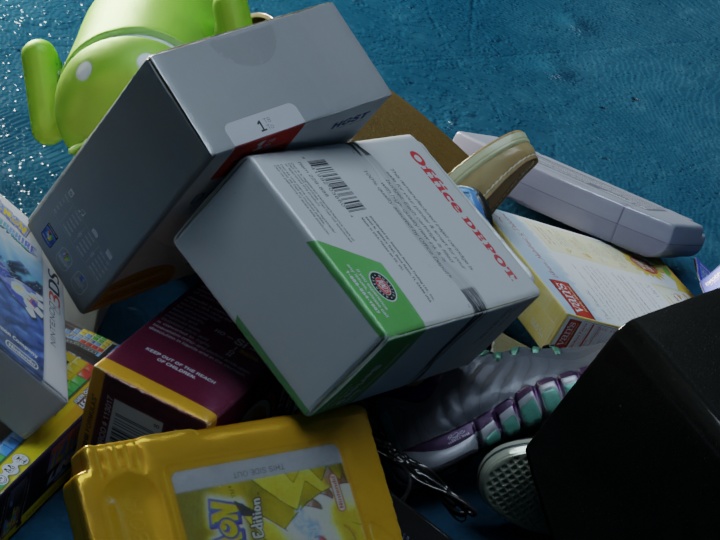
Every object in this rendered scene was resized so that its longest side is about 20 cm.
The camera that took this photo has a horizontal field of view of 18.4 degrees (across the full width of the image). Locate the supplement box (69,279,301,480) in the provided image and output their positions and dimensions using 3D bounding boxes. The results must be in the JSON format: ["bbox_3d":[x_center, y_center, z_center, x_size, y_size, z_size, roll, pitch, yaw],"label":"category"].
[{"bbox_3d":[-0.095,0.080,1.437,0.086,0.111,0.200,26,33,15],"label":"supplement box"}]

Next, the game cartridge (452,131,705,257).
[{"bbox_3d":[0.173,-0.060,1.804,0.200,0.041,0.133,25,6,21],"label":"game cartridge"}]

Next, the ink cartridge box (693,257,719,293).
[{"bbox_3d":[0.318,0.067,1.668,0.119,0.042,0.200,37,20,-26],"label":"ink cartridge box"}]

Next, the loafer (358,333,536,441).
[{"bbox_3d":[0.093,0.075,1.571,0.199,0.068,0.076,5,33,-17],"label":"loafer"}]

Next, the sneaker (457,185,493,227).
[{"bbox_3d":[0.000,0.000,1.546,0.079,0.200,0.090,66,10,13],"label":"sneaker"}]

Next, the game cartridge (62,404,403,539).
[{"bbox_3d":[-0.063,0.175,1.290,0.200,0.032,0.177,-7,72,-34],"label":"game cartridge"}]

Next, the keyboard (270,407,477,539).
[{"bbox_3d":[0.017,0.157,1.403,0.200,0.021,0.127,38,40,2],"label":"keyboard"}]

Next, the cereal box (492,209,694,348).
[{"bbox_3d":[0.183,0.023,1.674,0.200,0.040,0.144,14,27,-36],"label":"cereal box"}]

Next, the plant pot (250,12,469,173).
[{"bbox_3d":[-0.018,-0.076,1.679,0.200,0.187,0.187,16,28,-27],"label":"plant pot"}]

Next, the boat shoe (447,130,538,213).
[{"bbox_3d":[0.064,-0.014,1.616,0.066,0.200,0.074,45,5,16],"label":"boat shoe"}]

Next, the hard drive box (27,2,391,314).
[{"bbox_3d":[-0.099,-0.071,1.419,0.156,0.200,0.077,-22,74,-40],"label":"hard drive box"}]

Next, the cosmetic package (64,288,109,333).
[{"bbox_3d":[-0.185,-0.042,1.620,0.051,0.083,0.200,14,31,1],"label":"cosmetic package"}]

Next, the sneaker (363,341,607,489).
[{"bbox_3d":[0.097,0.070,1.503,0.200,0.074,0.088,-24,79,-19],"label":"sneaker"}]

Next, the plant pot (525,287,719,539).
[{"bbox_3d":[0.224,0.124,1.389,0.199,0.200,0.178,-17,59,-42],"label":"plant pot"}]

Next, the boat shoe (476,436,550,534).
[{"bbox_3d":[0.156,0.133,1.508,0.200,0.075,0.062,0,29,-34],"label":"boat shoe"}]

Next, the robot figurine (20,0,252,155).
[{"bbox_3d":[-0.153,-0.137,1.593,0.175,0.116,0.200,-10,31,12],"label":"robot figurine"}]

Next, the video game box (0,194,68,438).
[{"bbox_3d":[-0.263,-0.015,1.369,0.200,0.047,0.182,43,15,-30],"label":"video game box"}]

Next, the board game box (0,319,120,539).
[{"bbox_3d":[-0.256,0.085,1.409,0.165,0.057,0.200,24,32,11],"label":"board game box"}]

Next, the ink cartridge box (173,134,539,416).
[{"bbox_3d":[0.003,-0.002,1.400,0.146,0.084,0.200,52,29,16],"label":"ink cartridge box"}]
